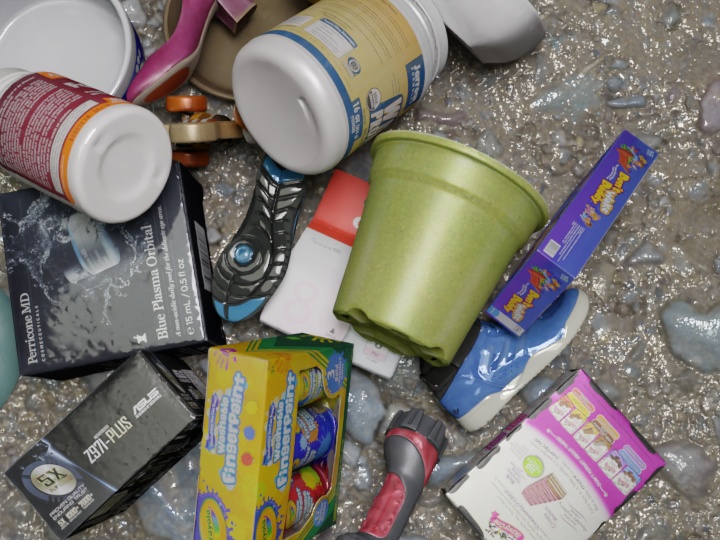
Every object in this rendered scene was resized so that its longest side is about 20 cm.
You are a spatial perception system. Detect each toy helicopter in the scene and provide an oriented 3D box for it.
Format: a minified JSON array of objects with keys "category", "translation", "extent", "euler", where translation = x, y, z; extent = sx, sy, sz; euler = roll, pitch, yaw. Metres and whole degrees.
[{"category":"toy helicopter","translation":[-0.155,-0.147,0.916],"extent":[0.131,0.200,0.079],"euler":[0,101,0]}]

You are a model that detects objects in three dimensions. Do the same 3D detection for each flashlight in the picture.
[{"category":"flashlight","translation":[0.025,0.233,0.876],"extent":[0.067,0.068,0.200],"euler":[13,45,25]}]

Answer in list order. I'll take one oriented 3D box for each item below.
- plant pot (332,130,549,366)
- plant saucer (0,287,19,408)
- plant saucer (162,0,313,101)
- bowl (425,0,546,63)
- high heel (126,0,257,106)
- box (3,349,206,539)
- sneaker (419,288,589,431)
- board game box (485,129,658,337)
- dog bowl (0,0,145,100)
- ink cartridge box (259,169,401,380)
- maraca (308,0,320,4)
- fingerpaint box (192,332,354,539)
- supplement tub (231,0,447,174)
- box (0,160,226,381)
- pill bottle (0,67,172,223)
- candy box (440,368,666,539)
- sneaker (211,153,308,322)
[{"category":"plant pot","translation":[0.066,-0.011,0.878],"extent":[0.200,0.200,0.185],"euler":[24,78,4]},{"category":"plant saucer","translation":[-0.482,0.090,0.962],"extent":[0.199,0.036,0.201],"euler":[0,82,0]},{"category":"plant saucer","translation":[-0.134,-0.294,1.021],"extent":[0.199,0.029,0.201],"euler":[0,82,1]},{"category":"bowl","translation":[0.109,-0.306,0.946],"extent":[0.200,0.200,0.075],"euler":[45,103,7]},{"category":"high heel","translation":[-0.213,-0.270,0.963],"extent":[0.096,0.067,0.200],"euler":[42,63,-3]},{"category":"box","translation":[-0.233,0.170,0.865],"extent":[0.164,0.200,0.086],"euler":[-43,84,-5]},{"category":"sneaker","translation":[0.151,0.069,0.940],"extent":[0.200,0.077,0.111],"euler":[-45,93,1]},{"category":"board game box","translation":[0.219,-0.039,0.893],"extent":[0.045,0.135,0.200],"euler":[37,59,6]},{"category":"dog bowl","translation":[-0.353,-0.242,0.989],"extent":[0.199,0.079,0.201],"euler":[0,81,0]},{"category":"ink cartridge box","translation":[0.000,0.000,0.967],"extent":[0.162,0.057,0.201],"euler":[23,87,4]},{"category":"maraca","translation":[-0.024,-0.373,0.979],"extent":[0.137,0.107,0.200],"euler":[44,46,-14]},{"category":"fingerpaint box","translation":[-0.082,0.172,0.855],"extent":[0.073,0.167,0.201],"euler":[8,94,28]},{"category":"supplement tub","translation":[-0.017,-0.205,0.881],"extent":[0.145,0.145,0.200],"euler":[45,57,6]},{"category":"box","translation":[-0.265,0.004,0.933],"extent":[0.199,0.117,0.198],"euler":[-11,82,0]},{"category":"pill bottle","translation":[-0.291,-0.130,0.844],"extent":[0.199,0.114,0.115],"euler":[25,81,32]},{"category":"candy box","translation":[0.205,0.222,0.925],"extent":[0.200,0.061,0.136],"euler":[-41,84,-6]},{"category":"sneaker","translation":[-0.103,-0.034,0.954],"extent":[0.073,0.082,0.201],"euler":[22,80,2]}]
